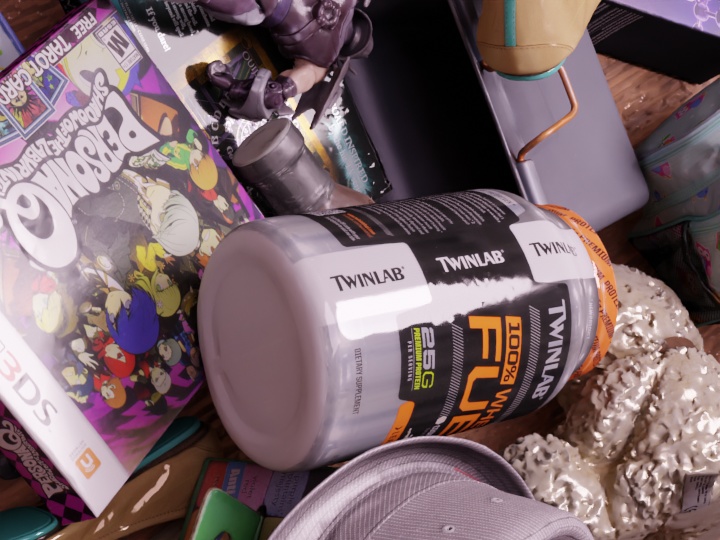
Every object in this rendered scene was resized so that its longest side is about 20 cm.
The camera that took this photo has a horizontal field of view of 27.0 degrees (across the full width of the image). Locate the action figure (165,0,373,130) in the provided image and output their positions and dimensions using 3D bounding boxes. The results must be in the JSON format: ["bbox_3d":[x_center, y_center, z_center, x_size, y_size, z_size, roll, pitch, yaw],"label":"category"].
[{"bbox_3d":[-0.059,-0.155,0.808,0.199,0.069,0.131,22,74,-46],"label":"action figure"}]

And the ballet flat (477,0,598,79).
[{"bbox_3d":[0.109,-0.174,0.828,0.201,0.068,0.064,-65,149,-54],"label":"ballet flat"}]

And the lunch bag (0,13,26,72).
[{"bbox_3d":[-0.216,-0.042,0.776,0.160,0.082,0.201,-35,96,-32],"label":"lunch bag"}]

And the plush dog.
[{"bbox_3d":[0.168,0.071,0.894,0.199,0.160,0.173,13,47,-47],"label":"plush dog"}]

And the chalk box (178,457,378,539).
[{"bbox_3d":[-0.024,0.173,0.767,0.199,0.123,0.126,34,66,-36],"label":"chalk box"}]

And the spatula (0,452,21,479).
[{"bbox_3d":[-0.113,0.066,0.834,0.199,0.020,0.057,-26,111,-25],"label":"spatula"}]

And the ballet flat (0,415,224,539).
[{"bbox_3d":[-0.151,0.143,0.777,0.199,0.068,0.064,-25,104,-28],"label":"ballet flat"}]

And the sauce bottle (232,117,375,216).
[{"bbox_3d":[0.000,0.000,0.855,0.065,0.064,0.201,-50,118,-26],"label":"sauce bottle"}]

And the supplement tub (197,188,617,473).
[{"bbox_3d":[0.028,0.024,0.762,0.199,0.122,0.124,-10,83,-35],"label":"supplement tub"}]

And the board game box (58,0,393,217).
[{"bbox_3d":[-0.073,-0.102,0.857,0.135,0.028,0.201,-33,110,-27],"label":"board game box"}]

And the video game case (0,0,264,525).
[{"bbox_3d":[-0.137,-0.011,0.739,0.182,0.036,0.200,55,45,-19],"label":"video game case"}]

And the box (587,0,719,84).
[{"bbox_3d":[0.206,-0.248,1.035,0.140,0.079,0.202,13,73,-26],"label":"box"}]

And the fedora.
[{"bbox_3d":[0.046,0.168,0.686,0.199,0.090,0.179,-13,97,-42],"label":"fedora"}]

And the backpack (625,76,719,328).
[{"bbox_3d":[0.268,-0.057,0.932,0.175,0.200,0.154,-36,101,-12],"label":"backpack"}]

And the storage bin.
[{"bbox_3d":[0.091,-0.093,0.916,0.134,0.145,0.202,-20,88,-39],"label":"storage bin"}]
